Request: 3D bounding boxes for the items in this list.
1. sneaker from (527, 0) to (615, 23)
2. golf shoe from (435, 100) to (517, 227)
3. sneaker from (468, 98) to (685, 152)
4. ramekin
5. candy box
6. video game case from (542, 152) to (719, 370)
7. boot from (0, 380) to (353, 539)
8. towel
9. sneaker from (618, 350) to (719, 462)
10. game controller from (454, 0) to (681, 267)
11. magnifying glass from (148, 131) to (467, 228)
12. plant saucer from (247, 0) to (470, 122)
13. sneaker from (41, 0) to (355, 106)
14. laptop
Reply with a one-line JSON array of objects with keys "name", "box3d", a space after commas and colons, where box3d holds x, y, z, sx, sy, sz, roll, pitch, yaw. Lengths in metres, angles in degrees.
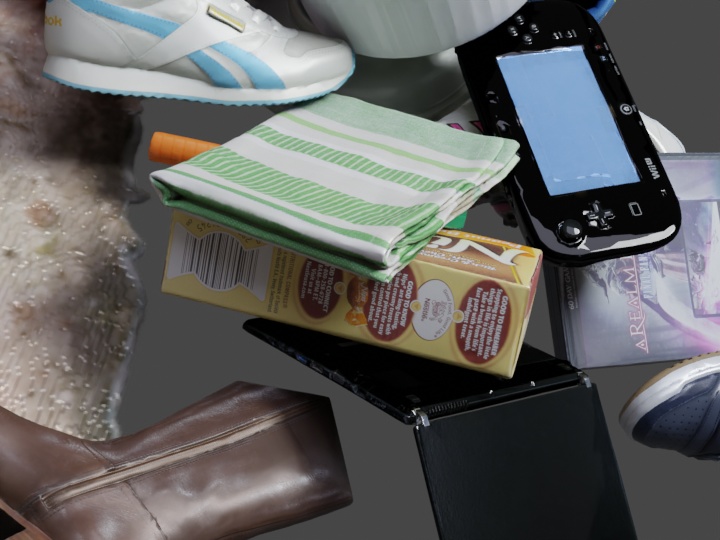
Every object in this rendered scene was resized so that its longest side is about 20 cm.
[{"name": "sneaker", "box3d": [0.151, -0.199, 0.951, 0.105, 0.076, 0.200, 44, 9, 30]}, {"name": "golf shoe", "box3d": [0.076, -0.083, 0.852, 0.198, 0.072, 0.093, 7, 79, -24]}, {"name": "sneaker", "box3d": [0.158, -0.118, 0.926, 0.198, 0.074, 0.071, 27, 18, 1]}, {"name": "ramekin", "box3d": [0.035, -0.235, 0.823, 0.198, 0.098, 0.202, -11, 50, 13]}, {"name": "candy box", "box3d": [0.000, 0.000, 0.707, 0.198, 0.056, 0.115, 14, 13, 9]}, {"name": "video game case", "box3d": [0.211, -0.010, 0.851, 0.198, 0.019, 0.145, -3, 81, -26]}, {"name": "boot", "box3d": [-0.118, 0.083, 0.644, 0.199, 0.065, 0.187, -22, 60, -40]}, {"name": "towel", "box3d": [-0.008, -0.058, 0.704, 0.151, 0.024, 0.200, 18, 29, 20]}, {"name": "sneaker", "box3d": [0.262, 0.112, 0.772, 0.198, 0.070, 0.109, 0, 48, -27]}, {"name": "game controller", "box3d": [0.131, -0.093, 0.797, 0.103, 0.042, 0.202, -14, 63, -6]}, {"name": "magnifying glass", "box3d": [-0.032, -0.055, 0.761, 0.198, 0.023, 0.080, 14, 7, 3]}, {"name": "plant saucer", "box3d": [0.002, -0.187, 0.906, 0.198, 0.050, 0.202, 0, 56, 0]}, {"name": "sneaker", "box3d": [-0.095, -0.148, 0.772, 0.198, 0.082, 0.076, 1, 15, -22]}, {"name": "laptop", "box3d": [0.051, 0.102, 0.697, 0.199, 0.104, 0.176, 26, 19, 36]}]
